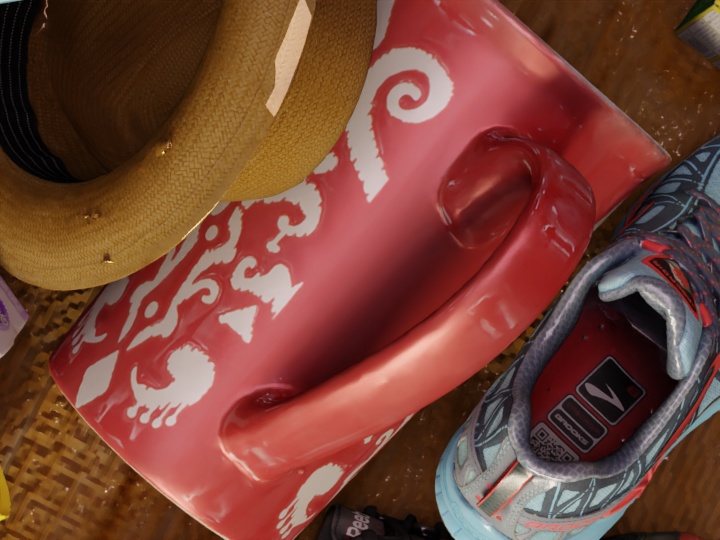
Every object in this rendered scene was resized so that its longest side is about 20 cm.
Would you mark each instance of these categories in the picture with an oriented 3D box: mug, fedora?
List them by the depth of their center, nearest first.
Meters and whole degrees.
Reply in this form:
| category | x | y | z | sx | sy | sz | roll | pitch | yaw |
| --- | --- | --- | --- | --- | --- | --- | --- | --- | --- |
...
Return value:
| category | x | y | z | sx | sy | sz | roll | pitch | yaw |
| --- | --- | --- | --- | --- | --- | --- | --- | --- | --- |
| fedora | -0.056 | -0.077 | 0.951 | 0.082 | 0.201 | 0.201 | 17 | 91 | -37 |
| mug | -0.008 | -0.008 | 1.005 | 0.133 | 0.178 | 0.200 | 42 | 95 | 2 |

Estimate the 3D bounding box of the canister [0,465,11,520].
| category | x | y | z | sx | sy | sz | roll | pitch | yaw |
| --- | --- | --- | --- | --- | --- | --- | --- | --- | --- |
| canister | -0.239 | 0.085 | 1.017 | 0.200 | 0.149 | 0.087 | -26 | 73 | 3 |

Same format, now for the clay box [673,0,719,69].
| category | x | y | z | sx | sy | sz | roll | pitch | yaw |
| --- | --- | --- | --- | --- | --- | --- | --- | --- | --- |
| clay box | 0.207 | -0.044 | 1.027 | 0.200 | 0.115 | 0.048 | 37 | 90 | -1 |

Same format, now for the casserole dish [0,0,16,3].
| category | x | y | z | sx | sy | sz | roll | pitch | yaw |
| --- | --- | --- | --- | --- | --- | --- | --- | --- | --- |
| casserole dish | -0.123 | -0.156 | 0.910 | 0.121 | 0.039 | 0.200 | -14 | 61 | -8 |

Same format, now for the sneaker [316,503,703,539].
| category | x | y | z | sx | sy | sz | roll | pitch | yaw |
| --- | --- | --- | --- | --- | --- | --- | --- | --- | --- |
| sneaker | 0.033 | 0.122 | 1.052 | 0.200 | 0.071 | 0.098 | -19 | 93 | 2 |

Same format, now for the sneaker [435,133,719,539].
| category | x | y | z | sx | sy | sz | roll | pitch | yaw |
| --- | --- | --- | --- | --- | --- | --- | --- | --- | --- |
| sneaker | 0.109 | 0.020 | 1.019 | 0.079 | 0.096 | 0.200 | 37 | 68 | 6 |

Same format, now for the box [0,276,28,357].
| category | x | y | z | sx | sy | sz | roll | pitch | yaw |
| --- | --- | --- | --- | --- | --- | --- | --- | --- | --- |
| box | -0.182 | -0.049 | 0.939 | 0.041 | 0.039 | 0.200 | -29 | 103 | 17 |
